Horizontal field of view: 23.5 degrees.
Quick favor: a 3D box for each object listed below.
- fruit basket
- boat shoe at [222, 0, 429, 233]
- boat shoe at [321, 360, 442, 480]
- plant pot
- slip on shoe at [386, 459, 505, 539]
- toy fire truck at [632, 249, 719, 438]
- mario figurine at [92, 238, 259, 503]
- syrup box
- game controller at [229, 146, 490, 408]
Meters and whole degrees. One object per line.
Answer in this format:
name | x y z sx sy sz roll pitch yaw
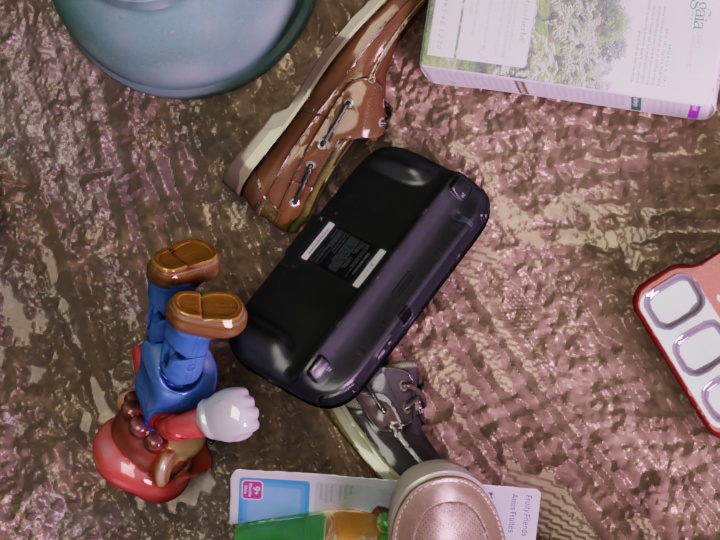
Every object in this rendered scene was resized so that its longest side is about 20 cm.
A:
fruit basket | 0.011 0.216 1.138 0.199 0.094 0.186 6 119 5
boat shoe | -0.008 -0.116 1.207 0.068 0.072 0.200 40 101 5
boat shoe | 0.012 0.084 1.183 0.066 0.072 0.201 -43 77 8
plant pot | -0.135 -0.228 1.196 0.200 0.134 0.201 -1 86 8
slip on shoe | 0.059 0.214 1.079 0.076 0.061 0.201 -7 114 -12
toy fire truck | 0.293 0.060 1.128 0.168 0.112 0.200 -31 82 11
mario figurine | -0.112 0.075 1.168 0.106 0.124 0.200 19 130 0
syrup box | 0.146 -0.158 1.177 0.199 0.081 0.079 9 89 8
game controller | 0.000 0.000 1.173 0.104 0.042 0.200 24 64 31
